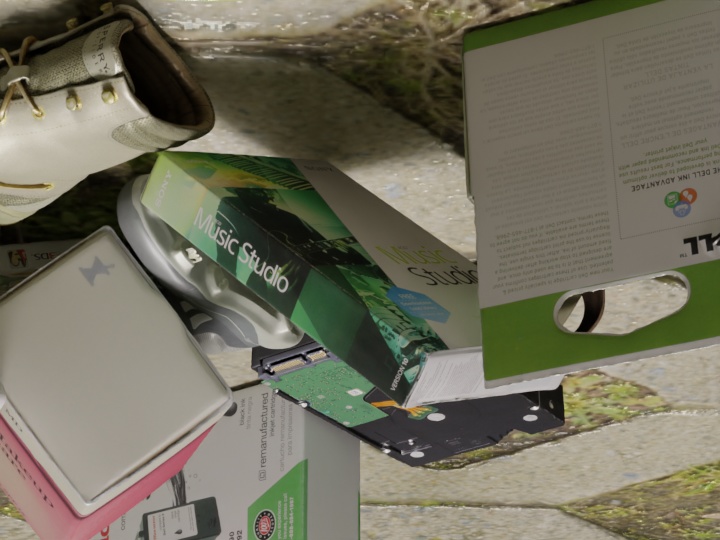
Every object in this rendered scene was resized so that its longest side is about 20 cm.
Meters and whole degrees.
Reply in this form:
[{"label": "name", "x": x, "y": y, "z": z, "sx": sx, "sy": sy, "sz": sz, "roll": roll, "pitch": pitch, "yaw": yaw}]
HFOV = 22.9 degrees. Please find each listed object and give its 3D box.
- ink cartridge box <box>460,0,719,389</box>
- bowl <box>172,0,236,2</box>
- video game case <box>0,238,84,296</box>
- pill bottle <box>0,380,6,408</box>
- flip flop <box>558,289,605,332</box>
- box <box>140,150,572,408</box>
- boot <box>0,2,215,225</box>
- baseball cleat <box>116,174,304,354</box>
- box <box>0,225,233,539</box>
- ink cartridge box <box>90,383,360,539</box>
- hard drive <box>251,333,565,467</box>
[{"label": "ink cartridge box", "x": 0.131, "y": -0.033, "z": 0.875, "sx": 0.146, "sy": 0.202, "sz": 0.076, "roll": -12, "pitch": 150, "yaw": 20}, {"label": "bowl", "x": -0.061, "y": -0.202, "z": 0.659, "sx": 0.198, "sy": 0.109, "sz": 0.201, "roll": 0, "pitch": 151, "yaw": 0}, {"label": "video game case", "x": -0.285, "y": 0.037, "z": 1.120, "sx": 0.181, "sy": 0.023, "sz": 0.200, "roll": -6, "pitch": 159, "yaw": -36}, {"label": "pill bottle", "x": -0.280, "y": 0.010, "z": 0.938, "sx": 0.111, "sy": 0.201, "sz": 0.111, "roll": -29, "pitch": 177, "yaw": -2}, {"label": "flip flop", "x": 0.125, "y": 0.016, "z": 1.110, "sx": 0.080, "sy": 0.058, "sz": 0.200, "roll": 10, "pitch": 147, "yaw": -27}, {"label": "box", "x": 0.000, "y": 0.000, "z": 0.926, "sx": 0.144, "sy": 0.199, "sz": 0.037, "roll": -1, "pitch": 120, "yaw": -54}, {"label": "boot", "x": -0.184, "y": -0.094, "z": 0.895, "sx": 0.154, "sy": 0.073, "sz": 0.200, "roll": -17, "pitch": 152, "yaw": 29}, {"label": "baseball cleat", "x": -0.111, "y": 0.009, "z": 1.086, "sx": 0.106, "sy": 0.070, "sz": 0.200, "roll": -15, "pitch": 148, "yaw": 23}, {"label": "box", "x": -0.169, "y": 0.080, "z": 1.077, "sx": 0.109, "sy": 0.128, "sz": 0.200, "roll": -35, "pitch": 174, "yaw": -22}, {"label": "ink cartridge box", "x": -0.103, "y": 0.176, "z": 1.310, "sx": 0.198, "sy": 0.147, "sz": 0.084, "roll": -17, "pitch": 148, "yaw": 27}, {"label": "hard drive", "x": 0.036, "y": 0.077, "z": 1.247, "sx": 0.139, "sy": 0.038, "sz": 0.199, "roll": -20, "pitch": 147, "yaw": 31}]
